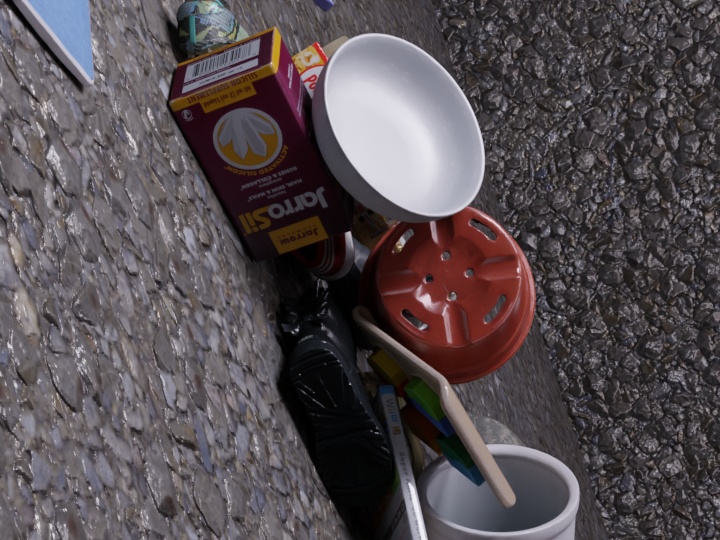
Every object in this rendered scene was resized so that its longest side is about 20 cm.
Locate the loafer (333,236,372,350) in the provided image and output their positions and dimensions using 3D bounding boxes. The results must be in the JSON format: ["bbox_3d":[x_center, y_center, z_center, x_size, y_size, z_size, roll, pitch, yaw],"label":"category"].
[{"bbox_3d":[0.000,0.000,1.850,0.068,0.070,0.201,-81,150,-66],"label":"loafer"}]

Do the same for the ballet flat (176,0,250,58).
[{"bbox_3d":[-0.136,-0.216,1.619,0.200,0.074,0.074,33,39,-63],"label":"ballet flat"}]

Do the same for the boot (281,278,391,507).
[{"bbox_3d":[-0.023,0.120,1.584,0.162,0.073,0.198,-94,163,-69],"label":"boot"}]

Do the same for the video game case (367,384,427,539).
[{"bbox_3d":[0.032,0.237,1.592,0.143,0.018,0.200,109,-27,-58],"label":"video game case"}]

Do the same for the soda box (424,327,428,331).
[{"bbox_3d":[0.069,0.129,1.973,0.200,0.063,0.070,-52,122,-76],"label":"soda box"}]

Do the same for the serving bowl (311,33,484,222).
[{"bbox_3d":[0.028,-0.132,1.544,0.200,0.066,0.200,19,57,-31],"label":"serving bowl"}]

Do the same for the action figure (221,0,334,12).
[{"bbox_3d":[-0.128,-0.348,1.764,0.200,0.105,0.194,40,27,-16],"label":"action figure"}]

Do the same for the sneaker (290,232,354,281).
[{"bbox_3d":[-0.059,-0.093,1.725,0.116,0.078,0.200,29,42,-74],"label":"sneaker"}]

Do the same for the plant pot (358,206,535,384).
[{"bbox_3d":[0.094,0.018,1.671,0.195,0.201,0.201,70,2,-83],"label":"plant pot"}]

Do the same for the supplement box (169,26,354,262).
[{"bbox_3d":[-0.093,-0.121,1.534,0.086,0.110,0.200,-89,157,-56],"label":"supplement box"}]

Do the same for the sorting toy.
[{"bbox_3d":[0.069,0.142,1.601,0.200,0.036,0.185,42,-13,53],"label":"sorting toy"}]

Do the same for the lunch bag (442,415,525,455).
[{"bbox_3d":[0.168,0.297,1.970,0.200,0.139,0.168,-88,156,-62],"label":"lunch bag"}]

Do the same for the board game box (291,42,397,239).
[{"bbox_3d":[-0.017,-0.133,1.657,0.200,0.046,0.152,57,-7,-1],"label":"board game box"}]

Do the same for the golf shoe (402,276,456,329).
[{"bbox_3d":[0.071,0.036,1.919,0.200,0.073,0.092,7,-58,64],"label":"golf shoe"}]

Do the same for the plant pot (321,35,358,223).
[{"bbox_3d":[0.000,-0.183,1.939,0.200,0.187,0.187,57,13,-2],"label":"plant pot"}]

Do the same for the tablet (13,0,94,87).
[{"bbox_3d":[-0.254,-0.257,1.264,0.130,0.014,0.200,55,21,-53],"label":"tablet"}]

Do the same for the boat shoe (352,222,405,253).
[{"bbox_3d":[0.044,-0.004,2.048,0.069,0.071,0.200,29,42,-71],"label":"boat shoe"}]

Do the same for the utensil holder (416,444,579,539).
[{"bbox_3d":[0.143,0.313,1.660,0.170,0.170,0.200,-84,174,-63],"label":"utensil holder"}]

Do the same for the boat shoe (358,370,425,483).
[{"bbox_3d":[0.031,0.200,1.731,0.073,0.063,0.200,104,-18,-50],"label":"boat shoe"}]
